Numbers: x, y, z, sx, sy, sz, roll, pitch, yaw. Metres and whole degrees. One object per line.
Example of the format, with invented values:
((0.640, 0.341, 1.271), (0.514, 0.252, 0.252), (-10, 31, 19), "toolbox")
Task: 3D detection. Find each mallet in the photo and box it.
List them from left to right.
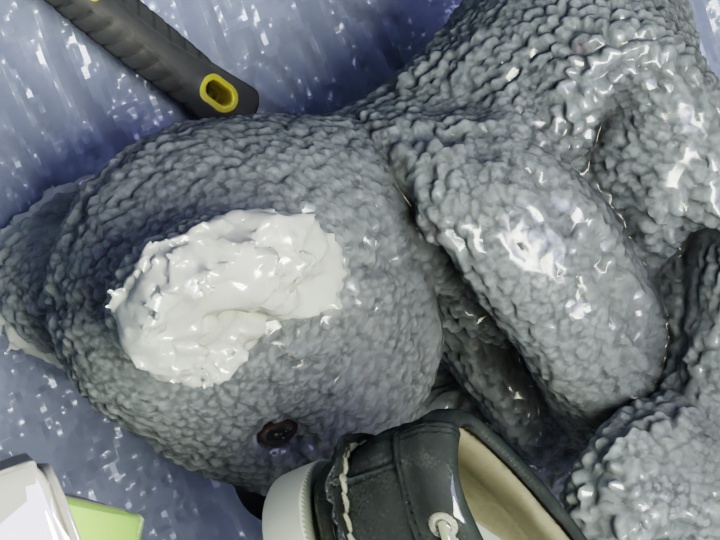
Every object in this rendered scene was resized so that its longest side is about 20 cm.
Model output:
((-0.110, -0.091, 0.802), (0.200, 0.041, 0.066), (45, 71, -28), "mallet")

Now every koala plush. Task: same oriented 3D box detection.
((0.000, 0.000, 0.794), (0.200, 0.177, 0.184), (-5, 98, -21), "koala plush")

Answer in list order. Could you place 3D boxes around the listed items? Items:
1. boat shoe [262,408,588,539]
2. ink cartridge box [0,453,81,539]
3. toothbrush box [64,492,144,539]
((0.058, 0.113, 0.720), (0.200, 0.060, 0.076), (44, 33, -29), "boat shoe")
((-0.142, 0.142, 0.641), (0.200, 0.084, 0.145), (-20, 91, -9), "ink cartridge box")
((-0.159, 0.144, 0.750), (0.146, 0.086, 0.200), (15, 83, -28), "toothbrush box")
